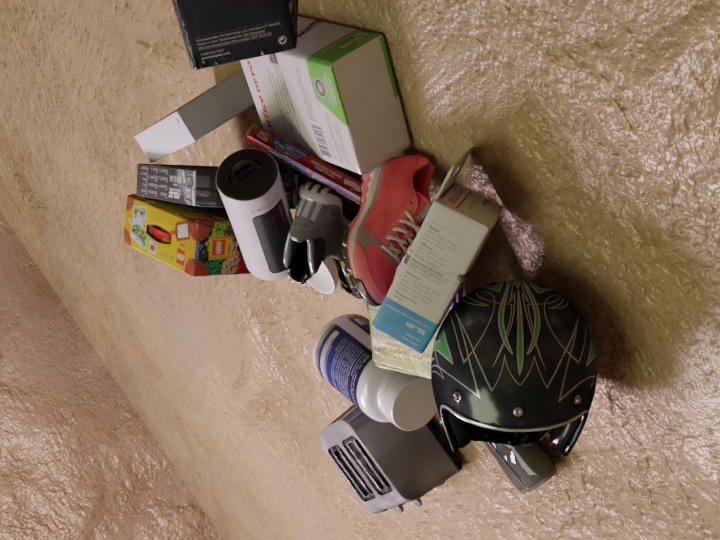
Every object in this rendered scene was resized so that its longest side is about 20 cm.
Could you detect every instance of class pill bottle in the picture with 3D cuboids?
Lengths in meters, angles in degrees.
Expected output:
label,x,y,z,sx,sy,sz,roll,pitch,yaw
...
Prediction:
label,x,y,z,sx,sy,sz,roll,pitch,yaw
pill bottle,0.025,0.147,1.656,0.200,0.111,0.111,33,148,52

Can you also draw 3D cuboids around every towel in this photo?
label,x,y,z,sx,sy,sz,roll,pitch,yaw
towel,0.067,0.041,1.406,0.143,0.023,0.201,12,115,39

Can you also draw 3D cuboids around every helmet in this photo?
label,x,y,z,sx,sy,sz,roll,pitch,yaw
helmet,0.166,0.107,1.271,0.200,0.200,0.191,41,155,28

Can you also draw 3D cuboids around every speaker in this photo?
label,x,y,z,sx,sy,sz,roll,pitch,yaw
speaker,-0.129,-0.070,1.510,0.081,0.081,0.200,43,162,26

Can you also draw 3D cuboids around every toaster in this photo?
label,x,y,z,sx,sy,sz,roll,pitch,yaw
toaster,0.040,0.270,1.797,0.200,0.118,0.181,54,155,3

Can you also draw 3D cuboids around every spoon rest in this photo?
label,x,y,z,sx,sy,sz,roll,pitch,yaw
spoon rest,-0.097,-0.049,1.719,0.201,0.060,0.099,61,155,-9

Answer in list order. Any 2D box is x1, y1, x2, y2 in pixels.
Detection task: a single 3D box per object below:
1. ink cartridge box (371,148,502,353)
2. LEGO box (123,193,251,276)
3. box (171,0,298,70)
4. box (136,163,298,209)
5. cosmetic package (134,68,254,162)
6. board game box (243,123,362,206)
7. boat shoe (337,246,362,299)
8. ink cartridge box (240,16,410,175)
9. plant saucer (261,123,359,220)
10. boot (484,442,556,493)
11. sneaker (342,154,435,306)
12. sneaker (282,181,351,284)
label,x,y,z,sx,sy,sz,roll,pitch,yaw
ink cartridge box,0.093,-0.023,1.268,0.066,0.116,0.201,29,110,6
LEGO box,-0.225,-0.054,1.676,0.200,0.148,0.078,21,109,49
box,-0.142,-0.354,1.241,0.200,0.123,0.199,-94,-9,-54
box,-0.202,-0.119,1.631,0.200,0.157,0.050,13,101,55
cosmetic package,-0.214,-0.219,1.610,0.052,0.151,0.200,60,156,-11
board game box,-0.052,-0.123,1.447,0.199,0.020,0.103,28,179,-9
boat shoe,0.000,0.000,1.540,0.201,0.060,0.072,96,167,-77
ink cartridge box,-0.047,-0.214,1.391,0.200,0.084,0.146,26,142,47
plant saucer,-0.077,-0.146,1.598,0.200,0.032,0.201,43,153,28
boot,0.177,0.190,1.505,0.201,0.072,0.182,58,170,11
sneaker,0.039,-0.055,1.329,0.086,0.201,0.074,-10,145,31
sneaker,-0.058,-0.028,1.543,0.075,0.116,0.200,17,164,22
